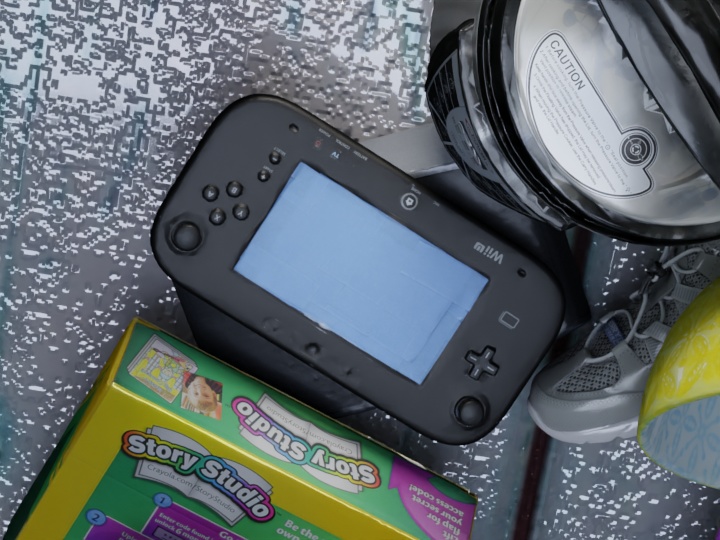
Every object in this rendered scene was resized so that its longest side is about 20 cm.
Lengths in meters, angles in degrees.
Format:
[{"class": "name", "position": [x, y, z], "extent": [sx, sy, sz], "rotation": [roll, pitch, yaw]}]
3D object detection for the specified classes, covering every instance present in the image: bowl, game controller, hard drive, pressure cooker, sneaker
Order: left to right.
[{"class": "game controller", "position": [0.000, 0.000, 1.138], "extent": [0.199, 0.042, 0.105], "rotation": [32, 108, -11]}, {"class": "hard drive", "position": [0.007, 0.006, 1.185], "extent": [0.199, 0.042, 0.136], "rotation": [-17, 109, 7]}, {"class": "pressure cooker", "position": [0.126, -0.102, 1.045], "extent": [0.175, 0.200, 0.180], "rotation": [13, 95, -11]}, {"class": "sneaker", "position": [0.161, 0.008, 1.166], "extent": [0.199, 0.075, 0.082], "rotation": [-35, 120, 1]}, {"class": "bowl", "position": [0.228, 0.031, 1.080], "extent": [0.198, 0.200, 0.108], "rotation": [5, 70, -1]}]

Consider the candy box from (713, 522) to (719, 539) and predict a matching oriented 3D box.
[{"class": "candy box", "position": [0.238, 0.153, 1.199], "extent": [0.116, 0.056, 0.201], "rotation": [20, 103, 15]}]

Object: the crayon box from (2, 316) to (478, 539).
[{"class": "crayon box", "position": [-0.068, 0.139, 1.204], "extent": [0.199, 0.058, 0.173], "rotation": [28, 126, -10]}]
